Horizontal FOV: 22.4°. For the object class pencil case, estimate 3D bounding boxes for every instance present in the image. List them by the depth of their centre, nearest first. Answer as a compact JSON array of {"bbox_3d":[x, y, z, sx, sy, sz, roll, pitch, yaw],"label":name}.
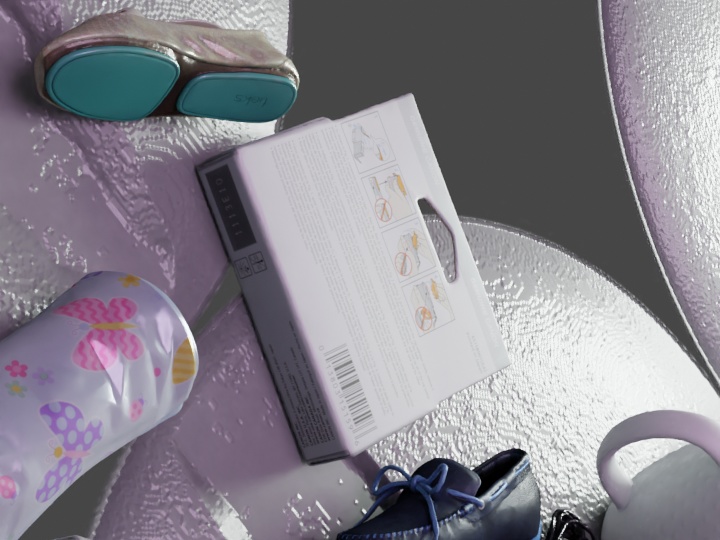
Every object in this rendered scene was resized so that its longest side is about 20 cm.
[{"bbox_3d":[-0.168,0.079,0.934,0.091,0.083,0.200,43,45,4],"label":"pencil case"}]

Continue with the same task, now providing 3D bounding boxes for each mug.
[{"bbox_3d":[0.247,0.170,1.263,0.200,0.175,0.148,47,49,-24],"label":"mug"}]

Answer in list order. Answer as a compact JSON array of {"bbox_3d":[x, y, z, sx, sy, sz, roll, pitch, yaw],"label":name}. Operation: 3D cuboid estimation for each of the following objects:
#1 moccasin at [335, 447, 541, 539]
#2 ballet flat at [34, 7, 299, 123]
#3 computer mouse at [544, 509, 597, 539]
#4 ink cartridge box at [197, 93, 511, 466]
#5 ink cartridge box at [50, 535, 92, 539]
[{"bbox_3d":[0.045,0.150,1.144,0.199,0.080,0.069,-6,95,-59],"label":"moccasin"},{"bbox_3d":[-0.121,-0.124,1.079,0.199,0.068,0.063,4,46,-48],"label":"ballet flat"},{"bbox_3d":[0.161,0.269,1.222,0.138,0.052,0.202,-28,100,-58],"label":"computer mouse"},{"bbox_3d":[0.000,0.000,1.163,0.173,0.043,0.202,-23,94,-47],"label":"ink cartridge box"},{"bbox_3d":[-0.103,0.235,0.950,0.199,0.087,0.147,25,60,-40],"label":"ink cartridge box"}]
